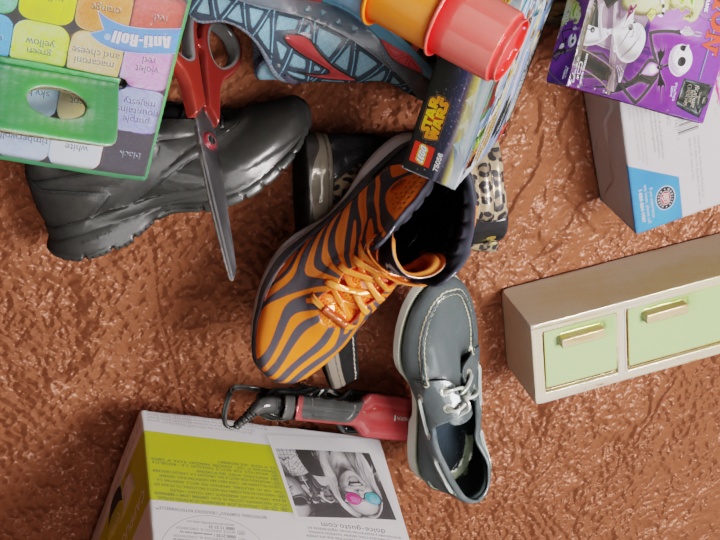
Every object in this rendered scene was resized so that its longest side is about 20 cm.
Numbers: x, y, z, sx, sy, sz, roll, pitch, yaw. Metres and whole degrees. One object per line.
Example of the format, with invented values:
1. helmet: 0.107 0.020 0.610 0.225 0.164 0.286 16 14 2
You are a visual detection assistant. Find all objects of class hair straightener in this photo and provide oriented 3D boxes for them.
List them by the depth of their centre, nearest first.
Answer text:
1. hair straightener: -0.031 0.110 0.889 0.199 0.077 0.041 5 90 -43

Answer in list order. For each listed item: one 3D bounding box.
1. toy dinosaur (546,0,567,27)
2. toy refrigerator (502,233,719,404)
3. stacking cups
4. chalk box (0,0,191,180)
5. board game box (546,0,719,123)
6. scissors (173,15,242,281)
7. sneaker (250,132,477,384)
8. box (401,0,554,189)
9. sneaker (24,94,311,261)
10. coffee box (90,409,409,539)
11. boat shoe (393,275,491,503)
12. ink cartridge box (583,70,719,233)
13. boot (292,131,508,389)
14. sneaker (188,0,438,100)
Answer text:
1. toy dinosaur: 0.152 -0.185 0.804 0.199 0.088 0.048 -1 87 -18
2. toy refrigerator: 0.221 0.039 0.941 0.199 0.070 0.076 -13 119 -10
3. stacking cups: -0.002 -0.166 0.636 0.199 0.060 0.061 32 107 9
4. chalk box: -0.167 -0.138 0.645 0.124 0.201 0.124 8 125 -21
5. board game box: 0.198 -0.205 0.747 0.119 0.032 0.201 8 101 -31
6. scissors: -0.102 -0.092 0.721 0.014 0.201 0.073 -22 145 32
7. sneaker: 0.000 0.000 0.753 0.077 0.112 0.201 32 97 -21
8. box: 0.089 -0.162 0.698 0.040 0.137 0.201 24 116 11
9. sneaker: -0.128 -0.080 0.774 0.199 0.076 0.091 -24 115 -6
10. coffee box: -0.089 0.251 0.861 0.199 0.198 0.200 11 122 -22
11. boat shoe: 0.071 0.090 0.863 0.073 0.062 0.201 -23 129 -27
12. ink cartridge box: 0.277 -0.121 0.879 0.199 0.068 0.116 -19 121 -7
13. boot: 0.030 -0.013 0.857 0.150 0.073 0.201 -10 113 -13
14. sneaker: -0.031 -0.162 0.769 0.199 0.080 0.096 28 123 -29
